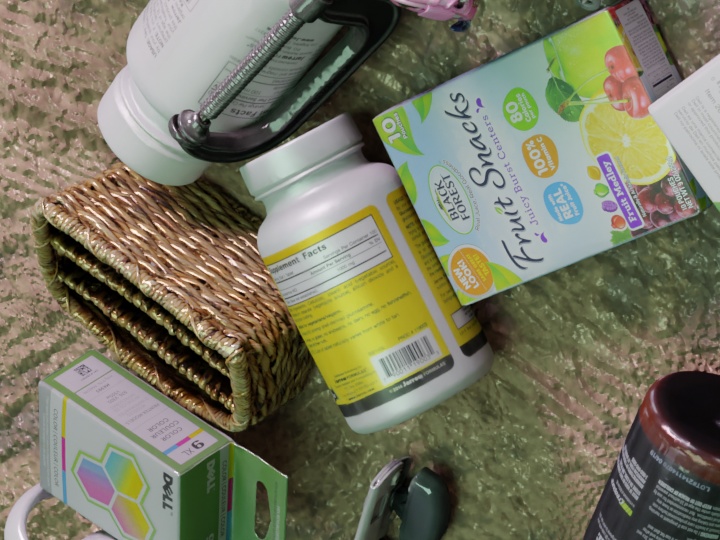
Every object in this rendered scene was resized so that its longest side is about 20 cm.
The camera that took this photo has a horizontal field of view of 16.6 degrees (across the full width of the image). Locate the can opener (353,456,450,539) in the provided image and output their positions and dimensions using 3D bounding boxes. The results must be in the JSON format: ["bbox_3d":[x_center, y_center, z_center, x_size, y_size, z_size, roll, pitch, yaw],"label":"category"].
[{"bbox_3d":[0.014,0.223,1.791,0.067,0.053,0.201,28,123,22],"label":"can opener"}]

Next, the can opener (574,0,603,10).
[{"bbox_3d":[0.103,-0.207,1.562,0.199,0.079,0.063,4,150,35],"label":"can opener"}]

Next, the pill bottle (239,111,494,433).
[{"bbox_3d":[0.000,0.000,1.671,0.112,0.112,0.201,-24,94,38],"label":"pill bottle"}]

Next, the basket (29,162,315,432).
[{"bbox_3d":[-0.140,0.031,1.754,0.200,0.149,0.143,36,125,15],"label":"basket"}]

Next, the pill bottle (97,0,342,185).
[{"bbox_3d":[-0.093,-0.154,1.668,0.114,0.114,0.200,47,127,8],"label":"pill bottle"}]

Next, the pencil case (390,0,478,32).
[{"bbox_3d":[0.074,-0.248,1.499,0.086,0.083,0.201,27,97,5],"label":"pencil case"}]

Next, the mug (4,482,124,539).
[{"bbox_3d":[-0.187,0.242,1.851,0.200,0.175,0.148,50,130,5],"label":"mug"}]

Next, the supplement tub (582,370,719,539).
[{"bbox_3d":[0.204,0.171,1.611,0.107,0.107,0.201,32,124,19],"label":"supplement tub"}]

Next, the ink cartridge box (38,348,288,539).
[{"bbox_3d":[-0.146,0.152,1.786,0.200,0.059,0.104,30,134,29],"label":"ink cartridge box"}]

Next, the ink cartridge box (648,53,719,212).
[{"bbox_3d":[0.294,-0.098,1.453,0.200,0.084,0.146,-36,88,38],"label":"ink cartridge box"}]

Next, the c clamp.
[{"bbox_3d":[-0.056,-0.133,1.582,0.200,0.171,0.027,-47,68,33],"label":"c clamp"}]

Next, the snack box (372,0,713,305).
[{"bbox_3d":[0.122,-0.075,1.597,0.200,0.053,0.143,-22,95,38],"label":"snack box"}]
